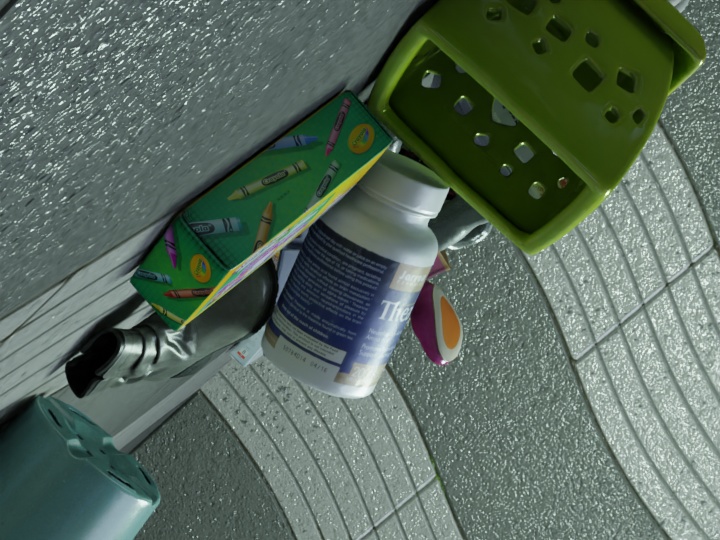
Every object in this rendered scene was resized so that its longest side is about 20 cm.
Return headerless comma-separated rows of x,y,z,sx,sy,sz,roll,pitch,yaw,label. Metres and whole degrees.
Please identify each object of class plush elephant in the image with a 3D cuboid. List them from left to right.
0.052,-0.087,1.598,0.200,0.164,0.155,-59,-173,41,plush elephant

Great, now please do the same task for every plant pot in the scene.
-0.298,0.234,1.510,0.196,0.200,0.200,-49,178,1,plant pot
0.149,-0.158,1.342,0.182,0.200,0.199,-47,180,-19,plant pot

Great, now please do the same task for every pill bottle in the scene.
0.000,0.000,1.436,0.201,0.111,0.111,-65,172,15,pill bottle

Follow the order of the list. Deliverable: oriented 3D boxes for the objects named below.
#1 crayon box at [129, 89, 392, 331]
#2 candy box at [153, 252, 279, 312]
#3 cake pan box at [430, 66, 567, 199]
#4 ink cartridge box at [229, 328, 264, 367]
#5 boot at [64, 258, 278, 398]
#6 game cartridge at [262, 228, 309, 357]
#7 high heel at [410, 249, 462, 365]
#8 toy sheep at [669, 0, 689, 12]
-0.076,-0.047,1.290,0.200,0.058,0.119,-40,178,-36,crayon box
-0.123,0.021,1.706,0.115,0.055,0.200,-29,-179,16,candy box
0.134,-0.128,1.603,0.052,0.201,0.184,-30,174,-4,cake pan box
-0.168,0.099,3.340,0.200,0.050,0.162,-50,176,13,ink cartridge box
-0.165,0.051,1.436,0.130,0.068,0.200,-14,157,-47,boot
-0.018,0.017,1.561,0.200,0.129,0.039,103,-8,-48,game cartridge
0.043,0.037,1.639,0.096,0.067,0.200,-24,-142,14,high heel
0.270,-0.293,1.649,0.138,0.138,0.200,-41,160,-15,toy sheep
